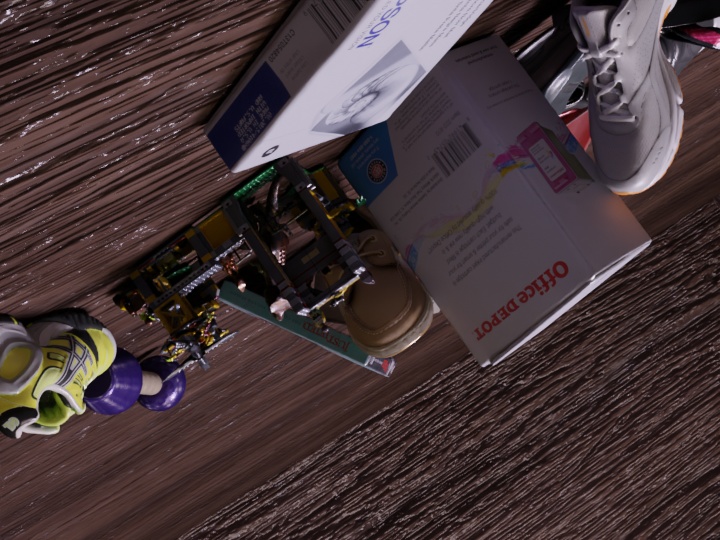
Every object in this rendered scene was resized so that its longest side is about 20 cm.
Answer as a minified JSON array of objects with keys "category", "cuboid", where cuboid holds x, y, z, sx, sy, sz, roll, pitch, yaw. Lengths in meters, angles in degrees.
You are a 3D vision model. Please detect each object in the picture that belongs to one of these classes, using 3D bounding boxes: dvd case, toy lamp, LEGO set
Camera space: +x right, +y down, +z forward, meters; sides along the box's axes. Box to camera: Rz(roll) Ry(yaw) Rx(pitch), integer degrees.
[{"category":"dvd case","cuboid":[-0.044,0.056,1.402,0.200,0.146,0.022,39,76,-81]},{"category":"toy lamp","cuboid":[-0.195,0.094,1.299,0.058,0.058,0.200,-36,171,5]},{"category":"LEGO set","cuboid":[-0.069,0.012,1.136,0.200,0.116,0.154,-34,171,-3]}]

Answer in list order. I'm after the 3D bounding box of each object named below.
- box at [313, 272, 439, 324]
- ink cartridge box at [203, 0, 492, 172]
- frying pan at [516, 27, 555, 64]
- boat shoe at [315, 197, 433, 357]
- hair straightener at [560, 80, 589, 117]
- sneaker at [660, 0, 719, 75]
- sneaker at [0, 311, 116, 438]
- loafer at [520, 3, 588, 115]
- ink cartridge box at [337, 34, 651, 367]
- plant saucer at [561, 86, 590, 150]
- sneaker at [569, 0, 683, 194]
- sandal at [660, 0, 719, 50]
[{"category":"box","cuboid":[0.021,0.006,1.480,0.068,0.082,0.200,7,-174,19]},{"category":"ink cartridge box","cuboid":[0.027,-0.148,0.916,0.200,0.041,0.200,-27,168,-42]},{"category":"frying pan","cuboid":[0.134,-0.154,1.313,0.190,0.031,0.115,-41,167,22]},{"category":"boat shoe","cuboid":[0.000,0.000,1.218,0.074,0.069,0.200,-36,-152,2]},{"category":"hair straightener","cuboid":[0.134,-0.127,1.262,0.200,0.041,0.077,-16,165,-4]},{"category":"sneaker","cuboid":[0.257,-0.184,1.471,0.099,0.071,0.200,-27,162,-33]},{"category":"sneaker","cuboid":[-0.222,0.078,1.065,0.075,0.076,0.200,-39,171,15]},{"category":"loafer","cuboid":[0.155,-0.174,1.185,0.200,0.063,0.072,-49,165,15]},{"category":"ink cartridge box","cuboid":[0.098,-0.050,1.156,0.085,0.200,0.145,-25,167,-44]},{"category":"plant saucer","cuboid":[0.124,-0.080,1.382,0.200,0.037,0.200,-34,167,-14]},{"category":"sneaker","cuboid":[0.177,-0.153,1.082,0.076,0.201,0.092,5,-172,40]},{"category":"sandal","cuboid":[0.274,-0.198,1.250,0.199,0.045,0.075,-8,-174,-8]}]
